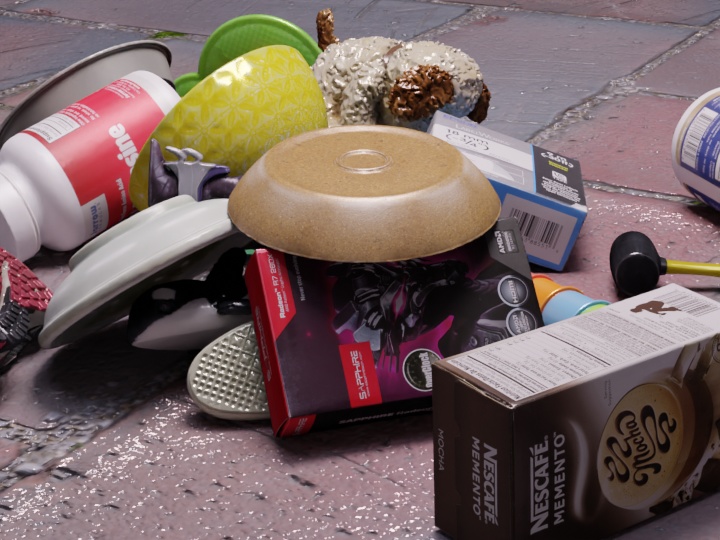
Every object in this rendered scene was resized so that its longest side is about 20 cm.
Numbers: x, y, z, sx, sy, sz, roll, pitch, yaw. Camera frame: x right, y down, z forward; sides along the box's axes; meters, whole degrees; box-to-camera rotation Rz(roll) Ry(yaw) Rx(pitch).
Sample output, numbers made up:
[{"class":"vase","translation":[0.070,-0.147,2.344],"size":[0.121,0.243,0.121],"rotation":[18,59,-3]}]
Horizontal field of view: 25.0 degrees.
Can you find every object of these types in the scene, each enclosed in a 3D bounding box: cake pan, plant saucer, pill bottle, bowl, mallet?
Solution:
[{"class":"cake pan","translation":[-0.263,-0.150,1.585],"size":[0.199,0.037,0.200],"rotation":[-32,-11,-7]},{"class":"plant saucer","translation":[-0.161,-0.010,1.217],"size":[0.199,0.051,0.200],"rotation":[-29,-2,-1]},{"class":"pill bottle","translation":[0.369,-0.086,1.427],"size":[0.110,0.112,0.200],"rotation":[-9,24,-18]},{"class":"bowl","translation":[-0.094,-0.088,1.426],"size":[0.108,0.201,0.199],"rotation":[47,42,17]},{"class":"mallet","translation":[0.301,-0.003,1.336],"size":[0.198,0.042,0.066],"rotation":[2,19,-3]},{"class":"plant saucer","translation":[0.003,-0.064,1.167],"size":[0.198,0.036,0.201],"rotation":[0,26,0]},{"class":"pill bottle","translation":[-0.250,-0.089,1.451],"size":[0.199,0.113,0.112],"rotation":[-34,35,-29]}]

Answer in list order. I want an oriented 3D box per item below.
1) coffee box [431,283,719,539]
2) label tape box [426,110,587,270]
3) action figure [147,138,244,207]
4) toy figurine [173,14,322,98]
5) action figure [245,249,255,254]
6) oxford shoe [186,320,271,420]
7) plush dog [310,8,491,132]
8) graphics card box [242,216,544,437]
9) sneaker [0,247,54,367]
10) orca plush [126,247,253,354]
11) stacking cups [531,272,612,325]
[{"class":"coffee box","translation":[0.144,0.094,0.993],"size":[0.199,0.114,0.080],"rotation":[-17,26,-31]},{"class":"label tape box","translation":[0.121,-0.084,1.451],"size":[0.143,0.064,0.200],"rotation":[19,23,-4]},{"class":"action figure","translation":[-0.070,-0.064,1.304],"size":[0.198,0.070,0.130],"rotation":[3,-4,-2]},{"class":"toy figurine","translation":[-0.142,-0.143,1.620],"size":[0.198,0.151,0.184],"rotation":[-16,24,26]},{"class":"action figure","translation":[0.000,0.000,1.325],"size":[0.117,0.055,0.199],"rotation":[-14,29,-35]},{"class":"oxford shoe","translation":[-0.031,0.062,1.168],"size":[0.198,0.076,0.058],"rotation":[-19,-12,-21]},{"class":"plush dog","translation":[0.038,-0.177,1.567],"size":[0.170,0.162,0.200],"rotation":[0,9,27]},{"class":"graphics card box","translation":[0.027,0.038,1.132],"size":[0.198,0.127,0.051],"rotation":[-6,-21,-15]},{"class":"sneaker","translation":[-0.287,0.036,1.230],"size":[0.081,0.075,0.200],"rotation":[41,12,-3]},{"class":"orca plush","translation":[-0.078,0.011,1.207],"size":[0.198,0.072,0.105],"rotation":[-9,-15,-7]},{"class":"stacking cups","translation":[0.158,0.045,1.200],"size":[0.060,0.061,0.200],"rotation":[-13,21,-27]}]
